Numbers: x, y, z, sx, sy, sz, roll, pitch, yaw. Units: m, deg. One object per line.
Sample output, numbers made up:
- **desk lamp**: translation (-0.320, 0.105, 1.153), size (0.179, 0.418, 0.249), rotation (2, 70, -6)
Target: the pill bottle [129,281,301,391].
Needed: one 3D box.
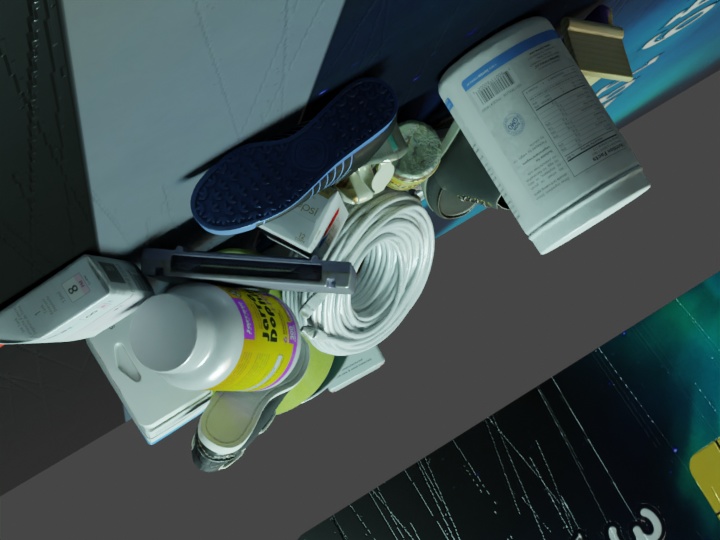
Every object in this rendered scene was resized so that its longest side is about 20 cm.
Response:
- **pill bottle**: translation (-0.142, 0.066, 1.428), size (0.104, 0.105, 0.200), rotation (-33, 164, 17)

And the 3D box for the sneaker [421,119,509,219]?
- **sneaker**: translation (0.127, -0.089, 1.579), size (0.074, 0.107, 0.200), rotation (-17, 154, -19)

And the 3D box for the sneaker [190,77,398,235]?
- **sneaker**: translation (-0.052, -0.086, 1.234), size (0.199, 0.070, 0.078), rotation (-32, 169, -10)

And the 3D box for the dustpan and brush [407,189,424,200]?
- **dustpan and brush**: translation (0.070, -0.103, 1.906), size (0.200, 0.057, 0.140), rotation (-33, 175, 14)

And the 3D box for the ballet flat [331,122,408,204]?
- **ballet flat**: translation (-0.005, -0.098, 1.454), size (0.067, 0.064, 0.200), rotation (-29, 175, -22)

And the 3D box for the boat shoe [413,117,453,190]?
- **boat shoe**: translation (0.117, -0.148, 1.719), size (0.199, 0.072, 0.062), rotation (-18, -146, -22)

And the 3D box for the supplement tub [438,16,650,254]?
- **supplement tub**: translation (0.177, -0.132, 1.424), size (0.132, 0.201, 0.132), rotation (-31, 176, -3)

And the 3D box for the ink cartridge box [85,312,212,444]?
- **ink cartridge box**: translation (-0.232, 0.102, 1.579), size (0.083, 0.145, 0.200), rotation (-31, 175, -12)

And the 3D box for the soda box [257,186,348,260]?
- **soda box**: translation (-0.058, -0.054, 1.429), size (0.064, 0.068, 0.200), rotation (-63, 176, -2)

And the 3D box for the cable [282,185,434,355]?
- **cable**: translation (0.000, 0.000, 1.636), size (0.201, 0.069, 0.200), rotation (-59, 147, -6)

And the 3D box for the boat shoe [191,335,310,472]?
- **boat shoe**: translation (-0.118, 0.136, 1.556), size (0.060, 0.074, 0.200), rotation (-59, 180, 43)

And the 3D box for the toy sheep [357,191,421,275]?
- **toy sheep**: translation (0.013, -0.042, 1.787), size (0.138, 0.138, 0.200), rotation (-36, -172, 45)

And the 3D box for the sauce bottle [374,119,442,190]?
- **sauce bottle**: translation (0.047, -0.119, 1.556), size (0.065, 0.065, 0.200), rotation (-31, 180, -2)

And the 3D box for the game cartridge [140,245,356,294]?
- **game cartridge**: translation (-0.105, 0.000, 1.428), size (0.199, 0.039, 0.130), rotation (4, 180, 2)

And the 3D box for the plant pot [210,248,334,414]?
- **plant pot**: translation (-0.131, 0.053, 1.686), size (0.187, 0.188, 0.200), rotation (-31, 159, -6)

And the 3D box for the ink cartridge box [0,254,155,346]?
- **ink cartridge box**: translation (-0.295, 0.058, 1.325), size (0.200, 0.057, 0.163), rotation (-37, 175, 4)

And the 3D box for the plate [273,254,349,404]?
- **plate**: translation (-0.107, 0.077, 1.802), size (0.200, 0.201, 0.026), rotation (-31, 161, -10)

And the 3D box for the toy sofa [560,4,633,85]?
- **toy sofa**: translation (0.197, -0.209, 1.600), size (0.082, 0.098, 0.200), rotation (2, 156, -33)

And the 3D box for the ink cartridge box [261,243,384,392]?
- **ink cartridge box**: translation (-0.050, 0.052, 1.907), size (0.083, 0.201, 0.146), rotation (-28, 175, -2)
